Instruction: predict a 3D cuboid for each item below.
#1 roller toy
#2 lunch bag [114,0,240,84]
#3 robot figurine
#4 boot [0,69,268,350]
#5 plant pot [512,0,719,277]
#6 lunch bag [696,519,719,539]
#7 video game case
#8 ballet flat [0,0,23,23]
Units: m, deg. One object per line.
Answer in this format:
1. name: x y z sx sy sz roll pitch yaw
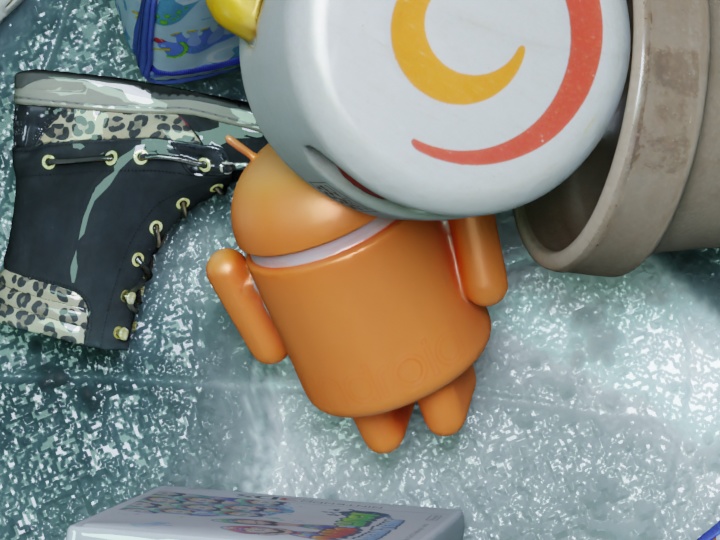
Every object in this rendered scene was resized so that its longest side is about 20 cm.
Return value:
1. roller toy: 0.033 -0.116 1.534 0.199 0.140 0.183 -19 95 -16
2. lunch bag: -0.037 -0.176 1.663 0.199 0.161 0.083 -14 73 -15
3. robot figurine: 0.002 -0.001 1.650 0.116 0.144 0.201 -36 113 -29
4. boot: -0.112 -0.028 1.723 0.202 0.073 0.155 11 93 3
5. plant pot: 0.193 -0.088 1.618 0.174 0.200 0.201 7 83 -14
6. lunch bag: 0.292 0.184 1.597 0.170 0.124 0.200 -36 86 4
7. video game case: -0.047 0.143 1.618 0.181 0.200 0.024 4 93 10
8. ballet flat: -0.222 -0.194 1.764 0.070 0.071 0.201 8 84 11
